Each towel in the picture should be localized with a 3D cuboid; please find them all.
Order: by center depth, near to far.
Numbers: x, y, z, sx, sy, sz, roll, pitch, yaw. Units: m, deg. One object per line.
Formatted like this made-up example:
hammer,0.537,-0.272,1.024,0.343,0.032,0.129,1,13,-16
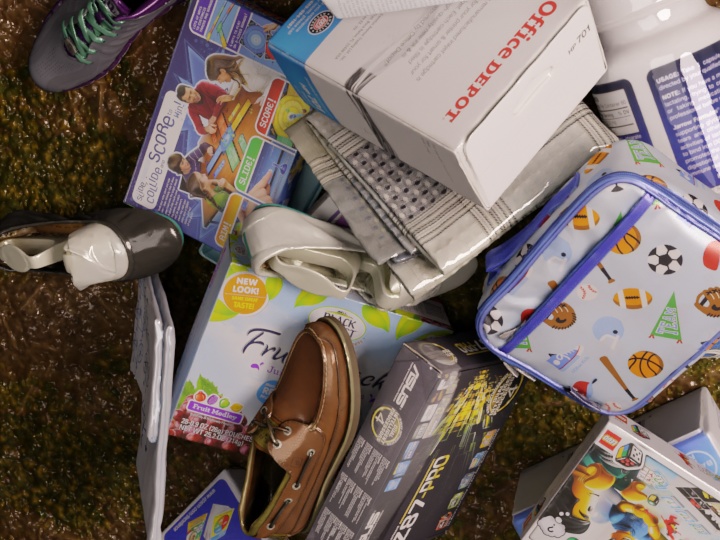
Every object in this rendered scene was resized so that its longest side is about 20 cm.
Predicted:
towel,0.062,-0.101,0.953,0.200,0.035,0.193,-38,64,0

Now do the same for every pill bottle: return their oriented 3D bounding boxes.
pill bottle,0.238,-0.127,0.936,0.115,0.116,0.201,-19,101,18

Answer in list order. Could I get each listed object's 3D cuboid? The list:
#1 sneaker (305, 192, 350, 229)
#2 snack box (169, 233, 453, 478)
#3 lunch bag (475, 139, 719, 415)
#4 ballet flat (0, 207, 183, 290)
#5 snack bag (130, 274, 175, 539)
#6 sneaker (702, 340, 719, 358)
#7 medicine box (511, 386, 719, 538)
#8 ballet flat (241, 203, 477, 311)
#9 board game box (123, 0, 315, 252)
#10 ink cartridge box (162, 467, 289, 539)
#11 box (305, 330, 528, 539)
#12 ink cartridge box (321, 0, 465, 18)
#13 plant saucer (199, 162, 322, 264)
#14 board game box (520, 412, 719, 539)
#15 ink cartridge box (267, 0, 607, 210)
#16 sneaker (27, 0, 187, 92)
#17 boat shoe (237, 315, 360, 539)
sneaker,0.042,-0.049,1.027,0.200,0.073,0.114,-35,99,16
snack box,-0.046,0.080,1.058,0.199,0.068,0.169,18,110,-17
lunch bag,0.179,0.011,0.903,0.160,0.076,0.200,32,125,-10
ballet flat,-0.248,-0.015,1.085,0.199,0.068,0.068,0,115,30
snack bag,-0.182,0.112,1.073,0.021,0.189,0.201,2,105,-15
sneaker,0.267,0.043,1.001,0.199,0.077,0.076,-4,103,13
medicine box,0.255,0.233,1.045,0.182,0.103,0.201,-29,97,19
ballet flat,0.000,0.000,0.995,0.199,0.069,0.070,12,110,-16
board game box,-0.108,-0.120,1.046,0.135,0.034,0.201,27,110,12
ink cartridge box,-0.128,0.321,1.150,0.198,0.047,0.200,-45,65,20
box,0.054,0.145,1.037,0.049,0.161,0.201,38,113,31
ink cartridge box,0.030,-0.264,0.910,0.199,0.200,0.041,-3,139,14
plant saucer,-0.066,-0.079,1.074,0.070,0.019,0.200,32,110,3
board game box,0.242,0.212,0.969,0.200,0.035,0.127,32,111,2
ink cartridge box,0.055,-0.157,0.911,0.200,0.086,0.147,35,78,33
sneaker,-0.215,-0.216,1.031,0.200,0.088,0.075,-36,96,20
boat shoe,-0.052,0.133,0.994,0.072,0.068,0.201,36,125,48
